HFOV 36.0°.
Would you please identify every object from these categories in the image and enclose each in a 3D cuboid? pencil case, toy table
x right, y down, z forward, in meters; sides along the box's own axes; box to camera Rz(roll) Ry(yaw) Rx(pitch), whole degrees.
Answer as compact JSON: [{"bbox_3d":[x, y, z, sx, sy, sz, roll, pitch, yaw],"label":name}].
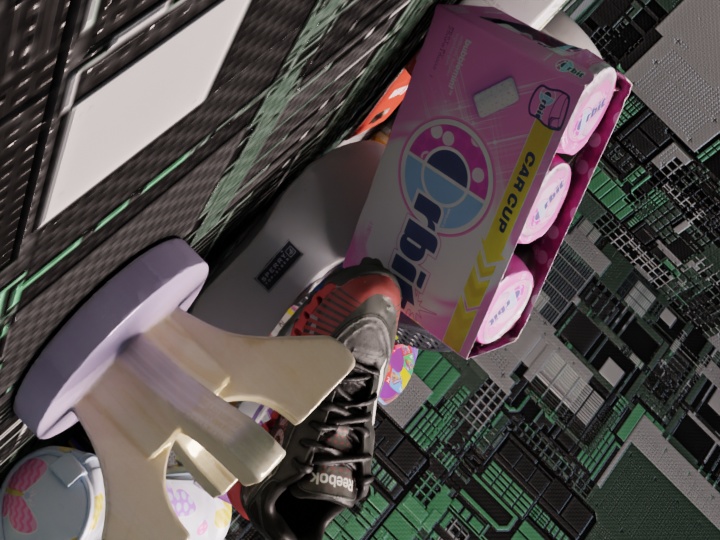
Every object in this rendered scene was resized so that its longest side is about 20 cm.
[{"bbox_3d":[-0.175,0.177,0.820,0.091,0.083,0.200,-40,156,12],"label":"pencil case"},{"bbox_3d":[-0.103,0.074,0.607,0.184,0.117,0.200,-45,180,-8],"label":"toy table"}]

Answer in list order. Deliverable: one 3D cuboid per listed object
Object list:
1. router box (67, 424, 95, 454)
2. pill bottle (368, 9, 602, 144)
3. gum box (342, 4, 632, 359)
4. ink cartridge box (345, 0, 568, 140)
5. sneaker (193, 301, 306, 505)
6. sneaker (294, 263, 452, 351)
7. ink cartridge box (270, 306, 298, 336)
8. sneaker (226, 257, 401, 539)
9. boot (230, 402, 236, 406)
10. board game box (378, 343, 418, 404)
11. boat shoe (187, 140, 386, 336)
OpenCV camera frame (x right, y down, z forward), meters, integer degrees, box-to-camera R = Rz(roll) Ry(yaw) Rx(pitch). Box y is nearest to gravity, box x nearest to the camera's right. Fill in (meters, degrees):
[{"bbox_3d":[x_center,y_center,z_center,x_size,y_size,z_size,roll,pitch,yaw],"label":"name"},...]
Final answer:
[{"bbox_3d":[-0.134,0.069,0.912,0.200,0.052,0.157,-45,179,-45],"label":"router box"},{"bbox_3d":[0.106,-0.133,0.950,0.200,0.116,0.116,-46,179,1],"label":"pill bottle"},{"bbox_3d":[0.077,-0.062,0.700,0.066,0.113,0.201,-14,132,-49],"label":"gum box"},{"bbox_3d":[0.081,-0.157,0.787,0.200,0.050,0.109,-47,179,22],"label":"ink cartridge box"},{"bbox_3d":[-0.033,0.109,0.803,0.201,0.114,0.073,-59,-178,35],"label":"sneaker"},{"bbox_3d":[0.000,0.000,0.815,0.066,0.199,0.079,42,72,-49],"label":"sneaker"},{"bbox_3d":[-0.027,0.032,1.138,0.083,0.146,0.200,-43,177,-34],"label":"ink cartridge box"},{"bbox_3d":[-0.019,0.093,0.701,0.201,0.070,0.098,-65,-151,15],"label":"sneaker"},{"bbox_3d":[-0.121,0.124,1.069,0.074,0.108,0.200,-11,-152,7],"label":"boot"},{"bbox_3d":[0.017,0.017,0.958,0.039,0.200,0.159,-12,-128,31],"label":"board game box"},{"bbox_3d":[-0.049,-0.013,0.772,0.200,0.072,0.066,-51,-165,-17],"label":"boat shoe"}]
